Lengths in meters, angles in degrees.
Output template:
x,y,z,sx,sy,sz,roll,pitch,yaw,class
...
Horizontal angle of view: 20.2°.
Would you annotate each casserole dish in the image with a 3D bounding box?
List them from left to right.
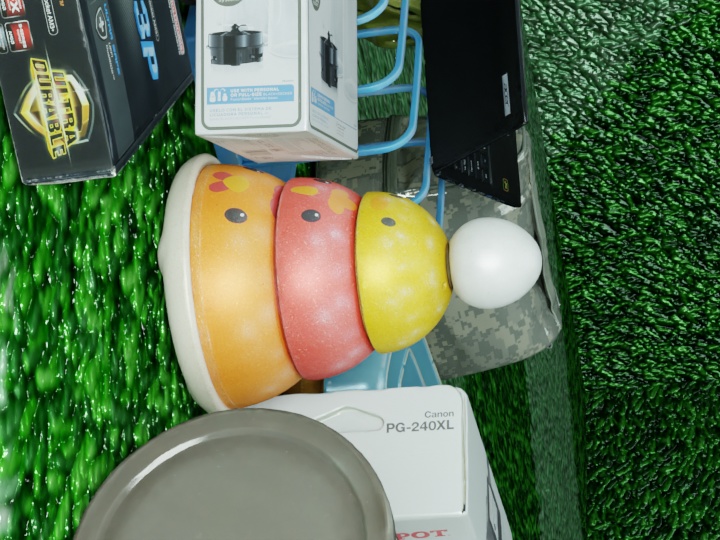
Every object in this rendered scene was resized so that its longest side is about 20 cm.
x,y,z,sx,sy,sz,roll,pitch,yaw,class
0.023,0.094,1.319,0.201,0.038,0.122,70,26,-44,casserole dish

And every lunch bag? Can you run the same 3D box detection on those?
x,y,z,sx,sy,sz,roll,pitch,yaw,class
0.061,-0.017,1.543,0.140,0.166,0.201,-81,162,-55,lunch bag

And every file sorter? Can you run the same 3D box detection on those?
x,y,z,sx,sy,sz,roll,pitch,yaw,class
-0.022,-0.109,1.264,0.139,0.122,0.201,-83,164,-48,file sorter

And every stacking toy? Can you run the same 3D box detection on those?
x,y,z,sx,sy,sz,roll,pitch,yaw,class
0.000,0.000,1.102,0.146,0.198,0.147,-6,90,-80,stacking toy

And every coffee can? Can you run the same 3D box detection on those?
x,y,z,sx,sy,sz,roll,pitch,yaw,class
-0.037,0.180,0.944,0.201,0.145,0.147,71,16,-51,coffee can

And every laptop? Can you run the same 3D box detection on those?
x,y,z,sx,sy,sz,roll,pitch,yaw,class
0.093,-0.148,1.271,0.200,0.103,0.179,17,68,-60,laptop

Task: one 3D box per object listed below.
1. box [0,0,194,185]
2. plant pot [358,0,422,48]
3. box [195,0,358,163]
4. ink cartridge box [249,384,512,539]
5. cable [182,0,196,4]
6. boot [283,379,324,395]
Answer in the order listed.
x,y,z,sx,sy,sz,roll,pitch,yaw,class
-0.130,-0.157,0.902,0.159,0.046,0.202,-69,151,-68,box
0.007,-0.258,1.394,0.200,0.199,0.186,44,52,-74,plant pot
-0.042,-0.164,1.067,0.117,0.060,0.202,22,67,-75,box
0.009,0.155,1.215,0.200,0.144,0.084,69,19,-56,ink cartridge box
-0.091,-0.230,1.112,0.200,0.050,0.164,69,19,-59,cable
-0.014,0.102,1.372,0.201,0.070,0.145,44,47,-70,boot
